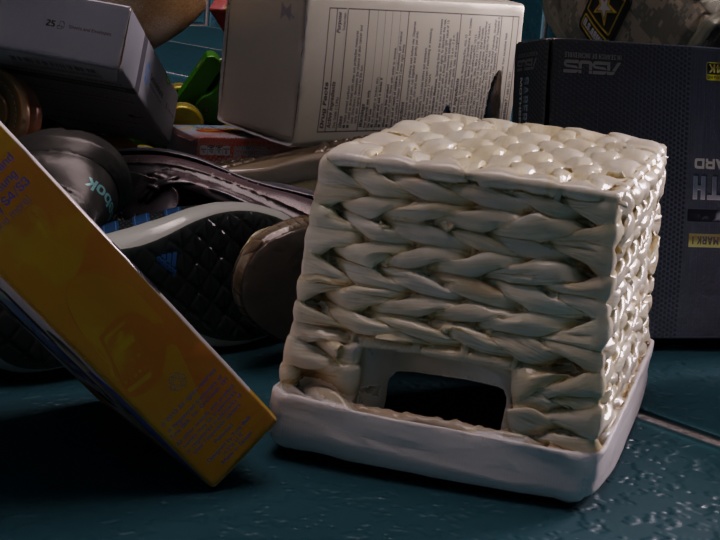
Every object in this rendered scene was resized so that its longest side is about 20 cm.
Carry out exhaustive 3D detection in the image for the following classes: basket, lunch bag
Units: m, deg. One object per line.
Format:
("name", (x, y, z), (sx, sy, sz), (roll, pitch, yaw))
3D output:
("basket", (0.057, 0.004, 0.671), (0.136, 0.123, 0.200), (9, 12, 15))
("lunch bag", (0.195, -0.138, 0.978), (0.118, 0.200, 0.164), (-27, 49, 0))

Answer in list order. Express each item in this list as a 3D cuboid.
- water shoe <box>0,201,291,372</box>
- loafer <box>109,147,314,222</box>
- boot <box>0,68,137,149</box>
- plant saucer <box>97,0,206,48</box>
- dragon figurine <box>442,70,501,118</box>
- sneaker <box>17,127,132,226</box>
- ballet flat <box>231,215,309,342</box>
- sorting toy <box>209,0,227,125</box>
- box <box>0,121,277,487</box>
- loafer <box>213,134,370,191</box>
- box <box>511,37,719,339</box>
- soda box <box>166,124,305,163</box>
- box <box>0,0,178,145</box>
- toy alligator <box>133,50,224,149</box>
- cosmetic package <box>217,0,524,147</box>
("water shoe", (-0.112, 0.000, 0.750), (0.200, 0.072, 0.079), (-7, 14, -44))
("loafer", (-0.095, -0.027, 0.893), (0.200, 0.072, 0.063), (9, 17, 5))
("boot", (-0.204, -0.071, 0.969), (0.155, 0.077, 0.200), (3, -19, -39))
("plant saucer", (-0.195, -0.168, 0.939), (0.200, 0.035, 0.200), (11, -7, 1))
("dragon figurine", (0.062, -0.064, 0.987), (0.099, 0.059, 0.200), (31, -15, 27))
("sneaker", (-0.227, -0.031, 0.844), (0.200, 0.075, 0.079), (-7, 40, 16))
("ballet flat", (0.000, 0.000, 0.794), (0.046, 0.067, 0.200), (30, 20, 35))
("sorting toy", (-0.059, -0.156, 1.190), (0.070, 0.200, 0.199), (7, 12, 15))
("box", (-0.125, -0.010, 0.569), (0.200, 0.041, 0.119), (49, -14, -31))
("loafer", (-0.064, -0.036, 0.959), (0.200, 0.068, 0.076), (-9, 7, 13))
("box", (0.180, -0.043, 0.847), (0.200, 0.158, 0.051), (2, 4, -15))
("soda box", (-0.033, -0.063, 1.079), (0.200, 0.068, 0.064), (0, 13, -26))
("box", (-0.202, -0.128, 0.951), (0.156, 0.041, 0.200), (11, -8, 3))
("toy alligator", (-0.113, -0.109, 1.096), (0.054, 0.200, 0.059), (39, 13, -22))
("cosmetic package", (0.009, -0.143, 1.060), (0.200, 0.103, 0.087), (-4, 18, -42))
